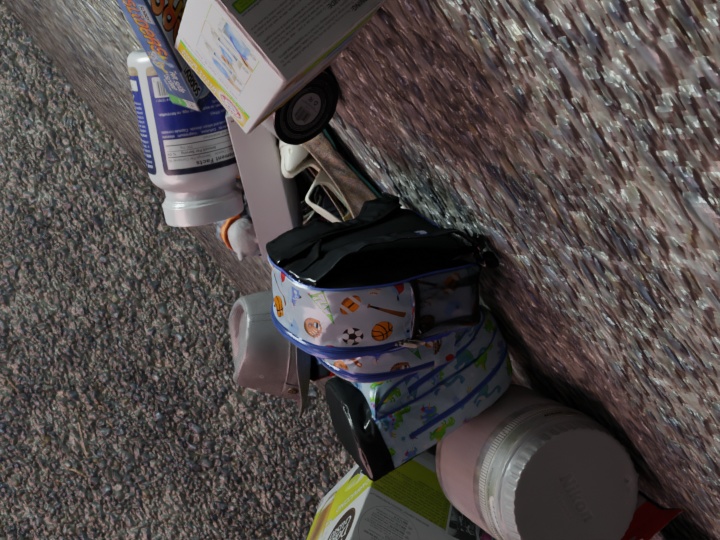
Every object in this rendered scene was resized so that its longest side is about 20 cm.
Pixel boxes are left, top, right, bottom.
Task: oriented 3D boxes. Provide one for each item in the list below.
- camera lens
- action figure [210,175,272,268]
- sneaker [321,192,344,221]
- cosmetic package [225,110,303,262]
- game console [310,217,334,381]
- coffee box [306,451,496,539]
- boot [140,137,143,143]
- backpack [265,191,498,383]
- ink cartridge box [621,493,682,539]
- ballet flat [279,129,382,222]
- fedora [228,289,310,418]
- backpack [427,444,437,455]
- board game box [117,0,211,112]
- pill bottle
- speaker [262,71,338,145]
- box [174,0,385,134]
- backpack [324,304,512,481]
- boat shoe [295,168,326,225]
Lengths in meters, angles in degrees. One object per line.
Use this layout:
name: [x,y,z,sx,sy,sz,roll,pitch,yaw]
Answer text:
camera lens: [0.182,0.215,1.231,0.160,0.160,0.200,52,169,-17]
action figure: [-0.148,-0.046,1.502,0.194,0.104,0.201,-122,11,-72]
sneaker: [0.000,0.000,1.352,0.082,0.070,0.202,145,114,-82]
cosmetic package: [-0.107,-0.115,1.332,0.083,0.050,0.201,-86,-12,-51]
game console: [-0.052,0.040,1.373,0.200,0.031,0.178,145,115,-77]
coffee box: [0.047,0.358,1.394,0.199,0.198,0.200,31,133,-6]
boot: [-0.207,-0.199,1.404,0.201,0.146,0.070,55,170,-29]
backpack: [0.005,0.018,1.129,0.200,0.189,0.155,30,121,57]
ink cartridge box: [0.245,0.295,1.250,0.050,0.161,0.200,50,168,7]
ballet flat: [-0.045,-0.111,1.269,0.200,0.067,0.068,50,169,-1]
fedora: [-0.115,0.093,1.420,0.200,0.090,0.178,112,154,-66]
backpack: [0.127,0.249,1.533,0.200,0.176,0.153,43,180,14]
board game box: [-0.154,-0.252,1.025,0.034,0.136,0.200,19,161,16]
pill bottle: [-0.196,-0.159,1.327,0.116,0.115,0.202,-152,51,-62]
speaker: [-0.111,-0.209,1.164,0.200,0.081,0.081,42,168,35]
box: [-0.070,-0.199,0.925,0.102,0.112,0.200,49,166,-6]
backpack: [0.066,0.115,1.234,0.163,0.199,0.155,-134,29,-69]
boat shoe: [-0.073,-0.079,1.480,0.200,0.072,0.071,50,174,8]
